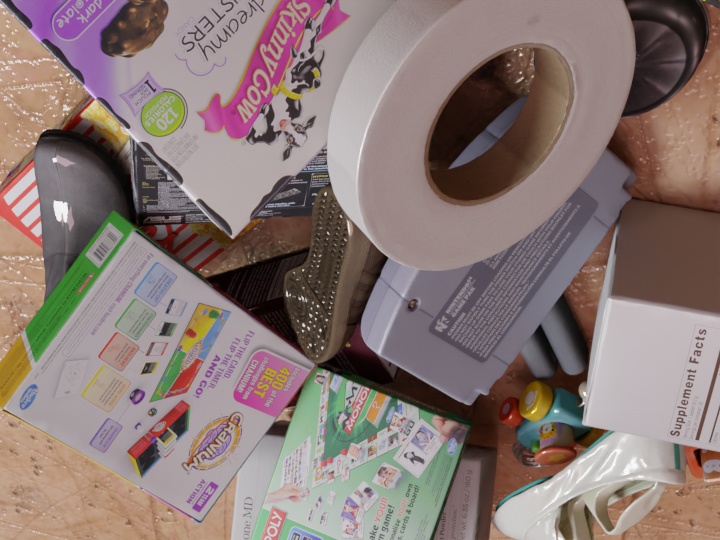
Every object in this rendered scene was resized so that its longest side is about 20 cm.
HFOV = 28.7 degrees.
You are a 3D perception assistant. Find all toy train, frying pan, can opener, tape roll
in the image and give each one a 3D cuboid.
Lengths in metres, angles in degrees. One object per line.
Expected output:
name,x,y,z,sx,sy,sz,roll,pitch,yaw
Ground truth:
toy train,0.209,0.139,1.107,0.197,0.056,0.151,-6,139,16
frying pan,0.140,-0.153,0.872,0.189,0.031,0.115,29,127,-34
can opener,0.114,0.013,1.044,0.052,0.067,0.201,-10,133,27
tape roll,0.072,-0.093,0.816,0.201,0.037,0.205,-23,136,-23

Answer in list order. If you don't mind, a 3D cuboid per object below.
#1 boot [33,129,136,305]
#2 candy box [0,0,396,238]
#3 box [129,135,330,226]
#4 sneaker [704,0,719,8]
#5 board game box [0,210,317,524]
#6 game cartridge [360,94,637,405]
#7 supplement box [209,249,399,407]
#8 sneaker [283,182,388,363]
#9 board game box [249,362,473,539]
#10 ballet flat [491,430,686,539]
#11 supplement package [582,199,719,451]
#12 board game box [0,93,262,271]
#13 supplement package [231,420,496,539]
boot,-0.212,0.010,1.026,0.069,0.132,0.202,5,133,15
candy box,-0.085,-0.149,0.800,0.168,0.072,0.200,-45,101,-2
box,-0.053,-0.092,0.928,0.197,0.050,0.158,-3,153,-9
sneaker,0.185,-0.211,0.807,0.198,0.076,0.077,24,113,-18
board game box,-0.145,0.075,1.013,0.200,0.154,0.040,40,176,-38
game cartridge,0.090,-0.014,0.944,0.133,0.040,0.201,31,97,-45
supplement box,-0.073,0.054,1.138,0.198,0.061,0.109,-15,125,29
sneaker,0.000,0.000,0.982,0.075,0.071,0.201,-20,158,-23
board game box,-0.008,0.187,1.082,0.133,0.029,0.202,21,96,11
ballet flat,0.168,0.173,1.054,0.069,0.070,0.200,33,134,-14
supplement package,0.264,0.045,0.976,0.197,0.122,0.121,11,129,9
board game box,-0.168,-0.063,1.070,0.151,0.047,0.199,39,131,-19
supplement package,0.004,0.199,1.165,0.197,0.120,0.123,5,89,12
